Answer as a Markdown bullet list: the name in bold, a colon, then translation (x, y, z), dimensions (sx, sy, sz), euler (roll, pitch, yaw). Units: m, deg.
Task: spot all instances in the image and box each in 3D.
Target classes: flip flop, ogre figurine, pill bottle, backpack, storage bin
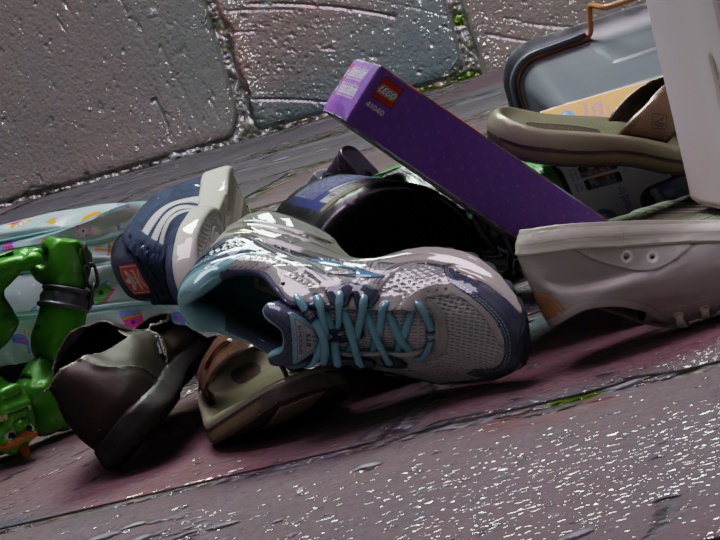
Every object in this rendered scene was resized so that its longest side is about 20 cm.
- **flip flop**: translation (-0.058, 0.054, 1.640), dimensions (0.081, 0.058, 0.200), euler (-18, 8, -7)
- **ogre figurine**: translation (-0.239, 0.060, 1.784), dimensions (0.098, 0.121, 0.200), euler (-8, 12, 33)
- **flip flop**: translation (0.176, -0.092, 1.745), dimensions (0.198, 0.058, 0.081), euler (4, 9, -4)
- **pill bottle**: translation (0.000, 0.000, 1.707), dimensions (0.111, 0.113, 0.200), euler (-18, 7, -10)
- **backpack**: translation (-0.197, 0.024, 1.944), dimensions (0.199, 0.128, 0.167), euler (-10, 6, 24)
- **storage bin**: translation (0.217, -0.129, 2.160), dimensions (0.199, 0.146, 0.134), euler (-17, 17, -1)

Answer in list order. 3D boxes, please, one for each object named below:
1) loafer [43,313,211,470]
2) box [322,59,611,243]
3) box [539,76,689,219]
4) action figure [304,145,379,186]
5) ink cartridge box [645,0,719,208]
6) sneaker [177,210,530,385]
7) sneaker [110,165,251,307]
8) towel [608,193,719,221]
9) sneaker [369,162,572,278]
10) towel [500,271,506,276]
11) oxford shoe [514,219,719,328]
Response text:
- **loafer**: translation (-0.137, 0.054, 1.689), dimensions (0.073, 0.071, 0.200), euler (-47, 5, 7)
- **box**: translation (0.075, -0.048, 1.633), dimensions (0.039, 0.199, 0.137), euler (-56, 8, 1)
- **box**: translation (0.202, -0.076, 1.852), dimensions (0.199, 0.042, 0.119), euler (-14, -34, 11)
- **action figure**: translation (-0.067, -0.003, 2.017), dimensions (0.200, 0.070, 0.130), euler (-38, -9, 37)
- **ink cartridge box**: translation (0.283, -0.129, 1.642), dimensions (0.199, 0.148, 0.145), euler (-17, 8, -14)
- **sneaker**: translation (-0.007, 0.030, 1.536), dimensions (0.199, 0.078, 0.086), euler (11, 26, 28)
- **sneaker**: translation (-0.111, -0.002, 1.754), dimensions (0.084, 0.075, 0.200), euler (-21, 12, 8)
- **towel**: translation (0.262, -0.038, 1.709), dimensions (0.192, 0.035, 0.200), euler (-19, 10, -24)
- **sneaker**: translation (0.071, -0.025, 1.800), dimensions (0.085, 0.079, 0.200), euler (-19, 18, -26)
- **towel**: translation (0.086, -0.018, 1.964), dimensions (0.199, 0.037, 0.148), euler (-24, 9, -40)
- **oxford shoe**: translation (0.178, 0.001, 1.531), dimensions (0.198, 0.058, 0.075), euler (-3, -2, -11)
